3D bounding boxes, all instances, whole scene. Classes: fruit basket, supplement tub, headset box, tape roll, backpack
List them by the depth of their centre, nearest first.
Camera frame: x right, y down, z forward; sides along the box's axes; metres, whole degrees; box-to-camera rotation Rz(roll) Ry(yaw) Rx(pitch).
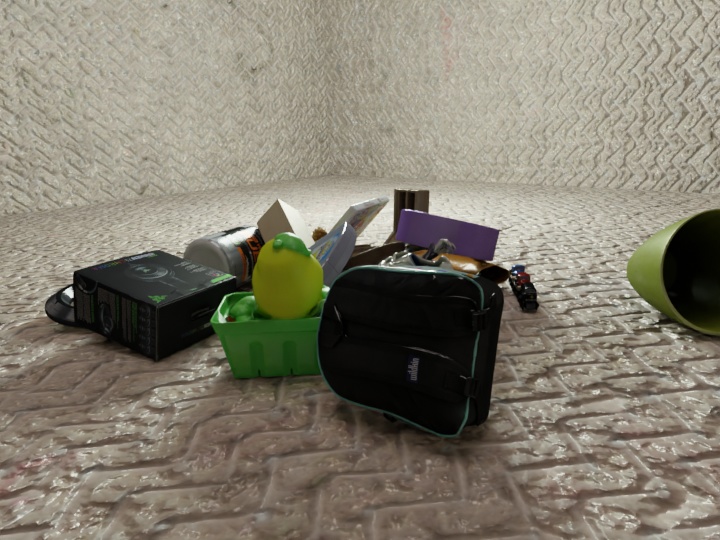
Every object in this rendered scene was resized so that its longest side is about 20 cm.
[{"bbox_3d":[0.056,0.080,0.643,0.199,0.177,0.153,6,0,24],"label":"backpack"},{"bbox_3d":[-0.097,0.038,0.761,0.215,0.217,0.156,-3,15,-3],"label":"fruit basket"},{"bbox_3d":[-0.323,0.050,0.905,0.199,0.093,0.174,18,22,26],"label":"headset box"},{"bbox_3d":[0.173,-0.071,1.122,0.199,0.066,0.200,13,5,-1],"label":"tape roll"},{"bbox_3d":[-0.265,-0.027,1.177,0.122,0.123,0.200,5,17,23],"label":"supplement tub"}]

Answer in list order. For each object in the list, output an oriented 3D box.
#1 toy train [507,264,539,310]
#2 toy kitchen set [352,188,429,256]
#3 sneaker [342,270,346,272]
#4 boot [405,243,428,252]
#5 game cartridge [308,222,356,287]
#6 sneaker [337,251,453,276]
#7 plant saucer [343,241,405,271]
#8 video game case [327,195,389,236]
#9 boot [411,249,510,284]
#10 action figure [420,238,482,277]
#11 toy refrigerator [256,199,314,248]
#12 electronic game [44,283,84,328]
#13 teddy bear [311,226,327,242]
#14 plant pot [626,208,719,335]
[{"bbox_3d":[0.306,0.026,1.058,0.034,0.046,0.200,0,15,7],"label":"toy train"},{"bbox_3d":[0.030,-0.097,1.289,0.199,0.181,0.163,-8,14,-38],"label":"toy kitchen set"},{"bbox_3d":[-0.004,0.032,0.971,0.199,0.078,0.077,-2,41,-3],"label":"sneaker"},{"bbox_3d":[0.162,-0.028,1.227,0.097,0.075,0.200,7,15,39],"label":"boot"},{"bbox_3d":[-0.073,-0.008,0.944,0.133,0.041,0.200,-28,20,27],"label":"game cartridge"},{"bbox_3d":[0.054,0.008,0.865,0.199,0.087,0.075,-1,37,14],"label":"sneaker"},{"bbox_3d":[0.000,0.000,1.078,0.200,0.032,0.200,-24,-8,-3],"label":"plant saucer"},{"bbox_3d":[-0.031,-0.092,1.331,0.023,0.200,0.182,47,29,9],"label":"video game case"},{"bbox_3d":[0.184,-0.001,1.116,0.200,0.071,0.144,-2,7,-26],"label":"boot"},{"bbox_3d":[0.145,0.016,0.991,0.102,0.119,0.200,-41,34,-12],"label":"action figure"},{"bbox_3d":[-0.142,-0.052,1.153,0.070,0.076,0.200,29,22,-45],"label":"toy refrigerator"},{"bbox_3d":[-0.466,0.060,1.028,0.199,0.042,0.200,6,18,-2],"label":"electronic game"},{"bbox_3d":[-0.105,-0.032,1.204,0.200,0.145,0.067,22,-13,48],"label":"teddy bear"},{"bbox_3d":[0.533,0.002,0.924,0.186,0.188,0.200,-2,0,-1],"label":"plant pot"}]
